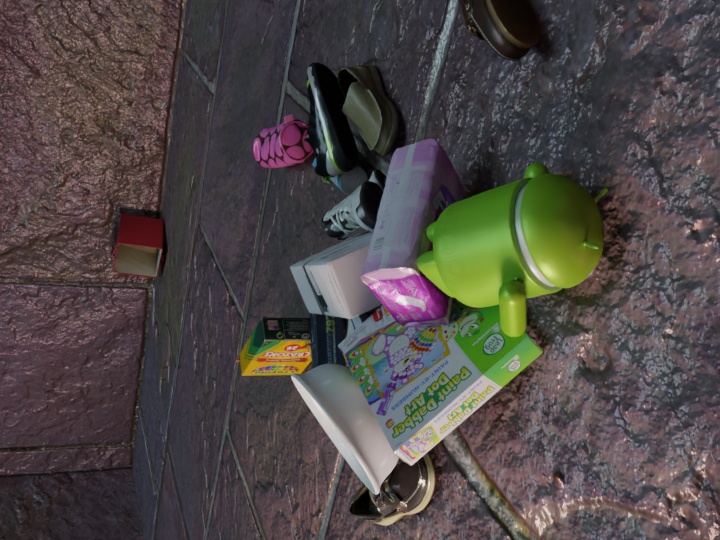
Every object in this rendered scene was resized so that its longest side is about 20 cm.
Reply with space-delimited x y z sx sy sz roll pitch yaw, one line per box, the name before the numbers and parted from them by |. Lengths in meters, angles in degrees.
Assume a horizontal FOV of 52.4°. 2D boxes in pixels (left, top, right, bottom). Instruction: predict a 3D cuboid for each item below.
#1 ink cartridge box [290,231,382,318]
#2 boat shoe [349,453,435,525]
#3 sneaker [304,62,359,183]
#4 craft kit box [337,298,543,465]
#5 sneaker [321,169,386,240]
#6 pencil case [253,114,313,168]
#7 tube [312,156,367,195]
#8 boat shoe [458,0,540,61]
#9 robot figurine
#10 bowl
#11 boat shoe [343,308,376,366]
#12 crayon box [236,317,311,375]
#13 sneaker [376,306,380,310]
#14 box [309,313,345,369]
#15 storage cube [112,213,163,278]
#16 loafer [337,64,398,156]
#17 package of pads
ink cartridge box | 0.000 0.000 1.039 0.085 0.144 0.200 68 162 -7
boat shoe | 0.043 0.320 1.047 0.200 0.064 0.074 121 143 -45
sneaker | -0.068 -0.243 1.206 0.082 0.071 0.202 -21 76 33
craft kit box | 0.086 0.094 0.879 0.200 0.048 0.198 -43 41 7
sneaker | -0.003 -0.073 1.062 0.115 0.076 0.201 -41 9 17
pencil case | -0.163 -0.264 1.520 0.094 0.091 0.200 60 158 -15
tube | -0.043 -0.192 1.303 0.078 0.050 0.200 -56 31 12
boat shoe | 0.154 -0.309 0.862 0.070 0.070 0.201 -50 35 43
robot figurine | 0.155 -0.029 0.744 0.199 0.116 0.176 -17 42 43
bowl | -0.004 0.201 1.013 0.201 0.090 0.201 51 166 18
boat shoe | 0.008 0.122 1.132 0.202 0.074 0.087 -114 36 -48
crayon box | -0.157 0.157 1.422 0.200 0.126 0.051 127 138 -53
sneaker | 0.054 0.111 0.993 0.067 0.090 0.201 -29 59 21
box | -0.057 0.123 1.231 0.200 0.051 0.159 113 154 -77
storage cube | -0.896 -0.099 2.961 0.181 0.198 0.172 -103 28 -43
loafer | 0.007 -0.257 1.172 0.076 0.067 0.201 112 151 -41
package of pads | 0.071 -0.045 0.878 0.075 0.121 0.201 -7 52 31
